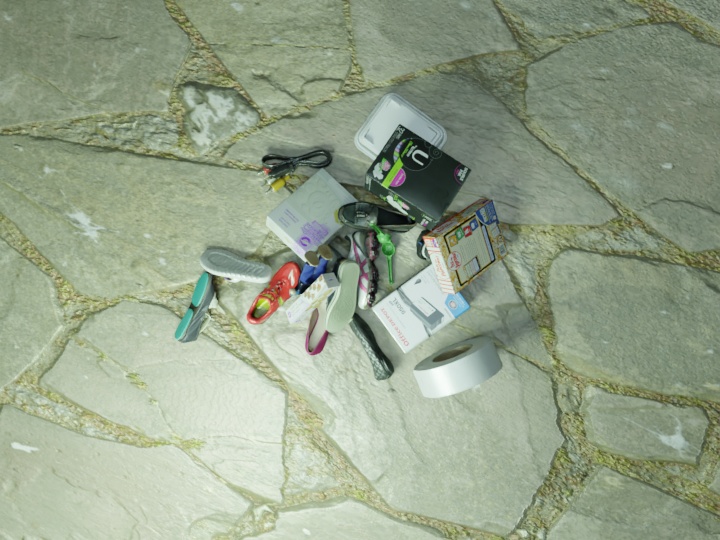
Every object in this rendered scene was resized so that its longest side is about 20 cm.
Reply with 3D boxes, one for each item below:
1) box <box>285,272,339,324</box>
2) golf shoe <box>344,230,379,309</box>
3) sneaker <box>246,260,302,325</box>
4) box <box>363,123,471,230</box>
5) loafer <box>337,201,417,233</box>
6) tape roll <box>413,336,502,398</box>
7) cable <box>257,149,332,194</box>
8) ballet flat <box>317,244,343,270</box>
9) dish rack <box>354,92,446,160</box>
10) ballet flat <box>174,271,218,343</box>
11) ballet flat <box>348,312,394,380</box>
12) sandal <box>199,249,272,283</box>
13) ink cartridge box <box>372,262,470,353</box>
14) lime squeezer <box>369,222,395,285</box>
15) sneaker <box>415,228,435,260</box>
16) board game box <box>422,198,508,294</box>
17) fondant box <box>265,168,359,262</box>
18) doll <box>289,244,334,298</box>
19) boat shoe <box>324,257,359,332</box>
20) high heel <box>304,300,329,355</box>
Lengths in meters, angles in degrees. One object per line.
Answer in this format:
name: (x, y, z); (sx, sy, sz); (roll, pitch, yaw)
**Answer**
box: (-0.121, 0.071, 1.305); (0.200, 0.041, 0.039); (-42, 65, 43)
golf shoe: (0.000, 0.000, 1.343); (0.092, 0.073, 0.200); (-1, 83, 16)
sneaker: (-0.219, 0.063, 1.355); (0.077, 0.085, 0.200); (37, 94, 3)
box: (0.130, -0.215, 1.246); (0.200, 0.124, 0.149); (34, 84, 2)
loafer: (0.046, -0.134, 1.298); (0.200, 0.063, 0.072); (6, 85, -21)
tape roll: (0.230, 0.228, 1.256); (0.202, 0.202, 0.071); (-23, 90, 6)
cable: (-0.176, -0.274, 1.378); (0.200, 0.050, 0.097); (-23, 72, -6)
ballet flat: (-0.116, -0.052, 1.351); (0.200, 0.072, 0.072); (42, 95, 3)
dish rack: (0.101, -0.339, 1.337); (0.200, 0.044, 0.172); (37, 93, 3)
ballet flat: (-0.418, 0.100, 1.388); (0.073, 0.073, 0.200); (26, 93, 5)
ballet flat: (0.014, 0.192, 1.346); (0.057, 0.066, 0.200); (-33, 85, 21)
sandal: (-0.329, 0.001, 1.379); (0.202, 0.082, 0.050); (17, 136, 12)
ink cartridge box: (0.150, 0.090, 1.319); (0.200, 0.084, 0.145); (-37, 87, 6)
lime squeezer: (0.057, -0.060, 1.322); (0.038, 0.200, 0.071); (11, 49, 32)
sneaker: (0.215, -0.099, 1.318); (0.200, 0.112, 0.073); (-37, 117, -25)
board game box: (0.254, -0.059, 1.252); (0.200, 0.046, 0.152); (-32, 112, -27)
fondant box: (-0.114, -0.137, 1.314); (0.144, 0.058, 0.200); (43, 68, 3)
doll: (-0.118, 0.016, 1.300); (0.136, 0.200, 0.048); (-28, 71, -33)
boat shoe: (-0.050, 0.059, 1.306); (0.075, 0.062, 0.200); (1, 112, -28)
high heel: (-0.102, 0.114, 1.338); (0.067, 0.096, 0.200); (17, 93, 5)
